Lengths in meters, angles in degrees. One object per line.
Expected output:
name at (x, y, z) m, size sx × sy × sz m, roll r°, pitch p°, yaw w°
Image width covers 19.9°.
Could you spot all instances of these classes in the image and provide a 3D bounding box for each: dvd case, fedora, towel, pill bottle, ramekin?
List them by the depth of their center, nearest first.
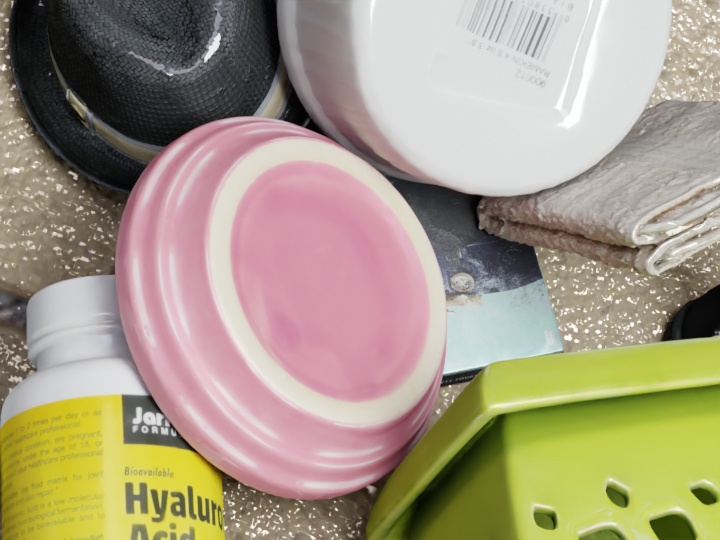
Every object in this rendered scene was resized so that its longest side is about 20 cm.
pill bottle at (-0.123, 0.110, 1.019) m, size 0.110 × 0.111 × 0.202 m, roll -2°, pitch 69°, yaw -9°
towel at (0.151, -0.048, 1.064) m, size 0.132 × 0.200 × 0.035 m, roll -27°, pitch 105°, yaw -17°
ramekin at (0.064, -0.135, 1.065) m, size 0.199 × 0.098 × 0.202 m, roll -5°, pitch 105°, yaw -19°
fedora at (-0.110, -0.143, 1.110) m, size 0.199 × 0.092 × 0.202 m, roll -3°, pitch 67°, yaw 6°
dvd case at (0.000, 0.000, 1.129) m, size 0.198 × 0.022 × 0.147 m, roll -10°, pitch 70°, yaw -11°

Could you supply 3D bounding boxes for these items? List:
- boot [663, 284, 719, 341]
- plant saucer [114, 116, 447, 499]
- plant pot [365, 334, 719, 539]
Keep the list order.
boot at (0.235, 0.073, 1.054) m, size 0.076 × 0.168 × 0.201 m, roll -17°, pitch 72°, yaw -18°
plant saucer at (-0.028, 0.012, 1.034) m, size 0.200 × 0.051 × 0.202 m, roll 18°, pitch 61°, yaw -35°
plant pot at (0.120, 0.145, 0.986) m, size 0.199 × 0.199 × 0.183 m, roll -5°, pitch 63°, yaw -23°
